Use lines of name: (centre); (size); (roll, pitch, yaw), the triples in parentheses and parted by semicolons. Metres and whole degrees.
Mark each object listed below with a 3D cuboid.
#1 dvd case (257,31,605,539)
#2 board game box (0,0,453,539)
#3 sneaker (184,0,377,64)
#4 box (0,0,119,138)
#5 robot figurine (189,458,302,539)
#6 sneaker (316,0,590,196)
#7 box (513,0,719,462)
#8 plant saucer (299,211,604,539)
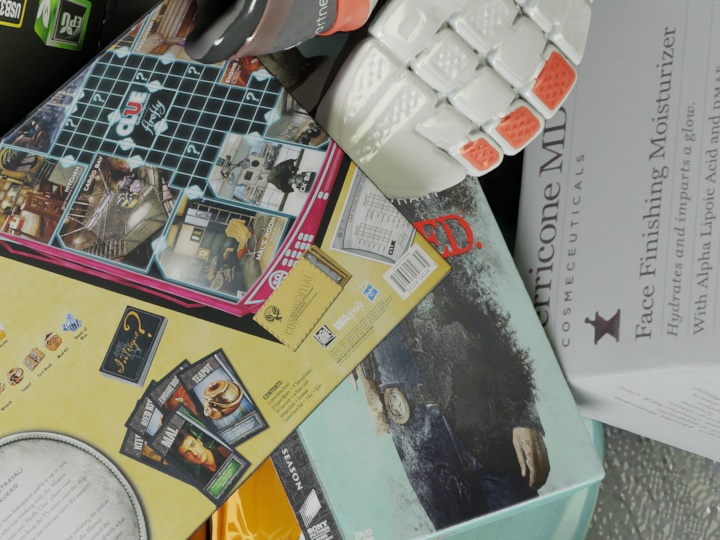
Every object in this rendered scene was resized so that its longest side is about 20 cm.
dvd case: (0.000, 0.000, 1.040); (0.146, 0.022, 0.201); (-12, 74, -47)
board game box: (-0.080, 0.016, 0.940); (0.136, 0.035, 0.200); (47, 59, -2)
sneaker: (-0.063, -0.159, 0.939); (0.082, 0.077, 0.201); (-29, 97, -26)
box: (-0.184, -0.033, 0.937); (0.200, 0.047, 0.194); (20, 76, -37)
robot figurine: (-0.071, 0.111, 1.020); (0.144, 0.058, 0.201); (3, 90, -30)
sneaker: (0.039, -0.102, 1.069); (0.200, 0.082, 0.077); (-51, 120, -27)
box: (0.174, -0.030, 1.146); (0.200, 0.130, 0.200); (19, 70, -41)
plant saucer: (0.029, 0.068, 1.119); (0.199, 0.036, 0.201); (-2, 93, -38)
